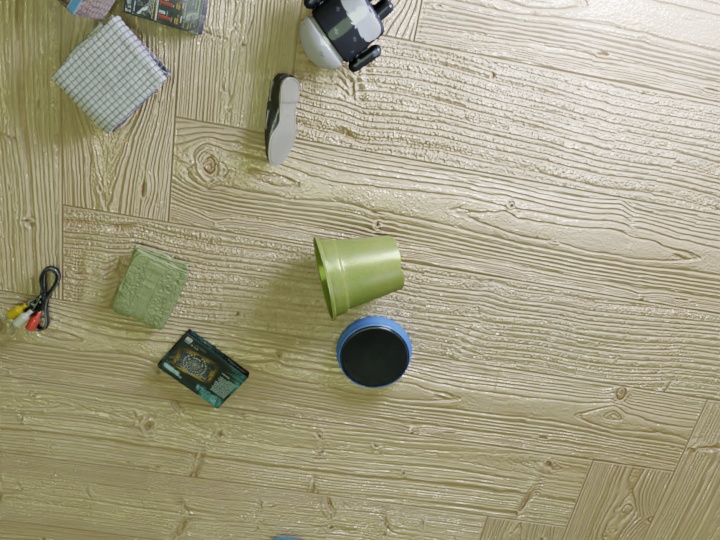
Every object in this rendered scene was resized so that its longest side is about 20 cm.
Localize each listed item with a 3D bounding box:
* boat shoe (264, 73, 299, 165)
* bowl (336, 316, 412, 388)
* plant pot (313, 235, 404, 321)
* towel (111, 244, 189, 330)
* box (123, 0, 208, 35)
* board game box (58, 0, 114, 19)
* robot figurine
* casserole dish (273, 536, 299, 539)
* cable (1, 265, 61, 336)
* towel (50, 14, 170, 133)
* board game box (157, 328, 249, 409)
[{"bbox_3d":[-0.179,-0.337,1.338,0.067,0.057,0.201,-6,122,-38],"label":"boat shoe"},{"bbox_3d":[0.036,0.218,1.564,0.199,0.039,0.202,0,112,-1],"label":"bowl"},{"bbox_3d":[0.000,0.000,1.410,0.183,0.200,0.201,-12,112,-8],"label":"plant pot"},{"bbox_3d":[-0.517,0.044,1.486,0.148,0.037,0.201,24,109,-11],"label":"towel"},{"bbox_3d":[-0.385,-0.605,1.222,0.157,0.050,0.201,14,111,-7],"label":"box"},{"bbox_3d":[-0.558,-0.621,1.159,0.200,0.097,0.159,44,111,-4],"label":"board game box"},{"bbox_3d":[-0.031,-0.504,1.232,0.200,0.125,0.151,-35,79,12],"label":"robot figurine"},{"bbox_3d":[-0.229,0.882,1.824,0.120,0.039,0.201,9,111,-5],"label":"casserole dish"},{"bbox_3d":[-0.794,0.083,1.487,0.097,0.050,0.200,40,107,-16],"label":"cable"},{"bbox_3d":[-0.524,-0.417,1.279,0.200,0.086,0.166,-37,106,14],"label":"towel"},{"bbox_3d":[-0.412,0.260,1.577,0.200,0.028,0.135,41,106,-16],"label":"board game box"}]
